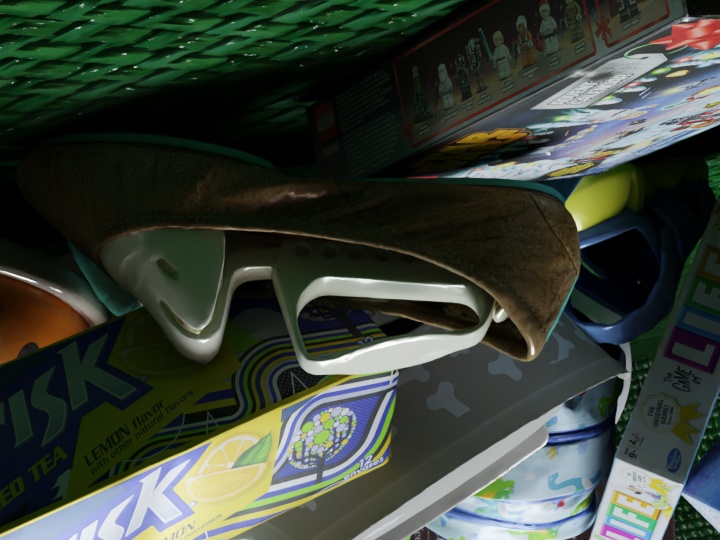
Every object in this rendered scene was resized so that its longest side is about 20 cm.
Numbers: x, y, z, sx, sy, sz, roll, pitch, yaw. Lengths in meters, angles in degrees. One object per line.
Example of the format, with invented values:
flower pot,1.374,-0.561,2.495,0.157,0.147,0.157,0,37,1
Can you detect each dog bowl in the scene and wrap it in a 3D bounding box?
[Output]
dog bowl,0.018,0.077,0.770,0.200,0.059,0.200,-31,168,-7

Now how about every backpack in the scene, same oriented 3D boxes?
backpack,0.057,0.062,0.952,0.163,0.154,0.200,0,-178,-31

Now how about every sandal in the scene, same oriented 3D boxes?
sandal,0.140,-0.012,0.931,0.079,0.087,0.200,-18,179,29

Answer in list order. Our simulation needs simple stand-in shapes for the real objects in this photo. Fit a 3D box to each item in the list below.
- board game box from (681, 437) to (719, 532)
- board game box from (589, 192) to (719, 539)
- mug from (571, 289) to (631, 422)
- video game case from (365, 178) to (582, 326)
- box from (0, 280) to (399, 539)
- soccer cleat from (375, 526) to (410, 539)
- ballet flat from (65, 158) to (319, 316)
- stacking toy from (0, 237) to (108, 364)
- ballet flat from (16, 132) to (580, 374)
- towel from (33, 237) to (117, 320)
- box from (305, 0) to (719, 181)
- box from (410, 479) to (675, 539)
board game box,0.251,0.056,0.849,0.199,0.043,0.200,-48,-178,-3
board game box,0.169,0.040,0.893,0.034,0.200,0.135,21,154,12
mug,0.051,0.057,1.176,0.200,0.148,0.175,22,-165,35
video game case,0.000,0.000,0.828,0.200,0.018,0.143,-20,-165,29
box,-0.088,0.065,0.621,0.200,0.070,0.064,-23,141,-24
soccer cleat,-0.063,0.098,0.865,0.200,0.081,0.068,33,152,-16
ballet flat,-0.022,-0.014,0.724,0.200,0.070,0.067,-10,163,-27
stacking toy,-0.177,0.092,0.679,0.146,0.200,0.146,3,158,1
ballet flat,-0.025,-0.001,0.612,0.200,0.072,0.068,7,154,-1
towel,-0.118,0.070,0.752,0.152,0.200,0.023,-18,146,34
box,0.090,-0.071,0.610,0.137,0.040,0.200,-6,171,-33
box,0.067,0.204,1.071,0.200,0.166,0.164,5,167,-19
